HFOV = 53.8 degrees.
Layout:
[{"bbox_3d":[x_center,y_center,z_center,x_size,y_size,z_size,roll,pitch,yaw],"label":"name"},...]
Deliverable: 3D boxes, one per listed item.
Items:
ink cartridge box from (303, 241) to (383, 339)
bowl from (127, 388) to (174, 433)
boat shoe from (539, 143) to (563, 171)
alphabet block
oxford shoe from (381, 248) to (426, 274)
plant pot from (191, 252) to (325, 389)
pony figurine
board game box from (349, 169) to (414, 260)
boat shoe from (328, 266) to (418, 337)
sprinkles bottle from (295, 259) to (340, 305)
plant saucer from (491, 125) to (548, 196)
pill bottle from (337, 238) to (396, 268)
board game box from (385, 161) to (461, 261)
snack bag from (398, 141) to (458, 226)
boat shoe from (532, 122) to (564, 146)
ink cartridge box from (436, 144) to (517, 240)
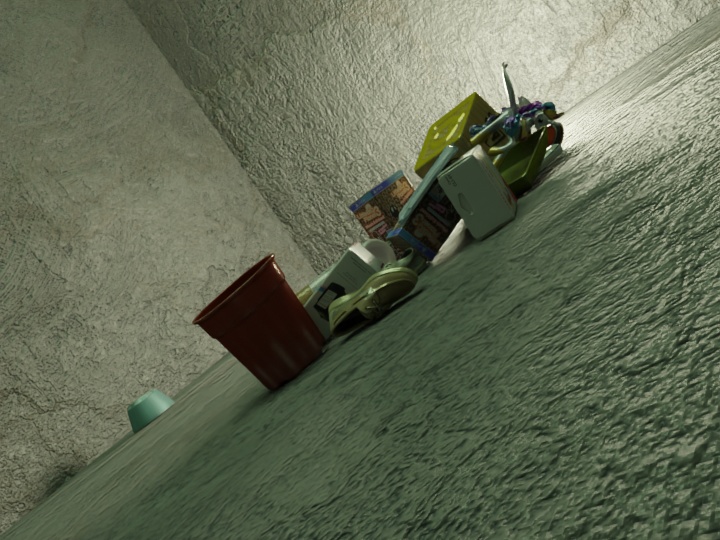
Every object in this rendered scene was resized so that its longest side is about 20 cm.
[{"bbox_3d":[-0.046,0.048,1.489,0.201,0.083,0.146,-52,1,10],"label":"ink cartridge box"},{"bbox_3d":[-0.870,0.559,2.894,0.200,0.105,0.201,-36,3,2],"label":"bowl"},{"bbox_3d":[0.387,-0.261,1.717,0.201,0.086,0.075,-35,4,21],"label":"boat shoe"},{"bbox_3d":[0.288,-0.304,1.864,0.195,0.199,0.198,-33,27,46],"label":"alphabet block"},{"bbox_3d":[0.061,0.018,1.444,0.200,0.058,0.075,-41,8,-38],"label":"oxford shoe"},{"bbox_3d":[-0.181,0.106,1.353,0.200,0.196,0.201,-38,11,8],"label":"plant pot"},{"bbox_3d":[0.341,-0.338,1.588,0.199,0.194,0.166,-36,-41,23],"label":"pony figurine"},{"bbox_3d":[0.096,-0.142,1.907,0.097,0.201,0.159,-32,6,45],"label":"board game box"},{"bbox_3d":[0.022,0.060,1.273,0.199,0.072,0.065,-29,42,29],"label":"boat shoe"},{"bbox_3d":[-0.078,0.040,1.604,0.199,0.068,0.068,-37,3,4],"label":"sprinkles bottle"},{"bbox_3d":[0.336,-0.213,1.600,0.199,0.048,0.201,-30,21,47],"label":"plant saucer"},{"bbox_3d":[0.000,0.000,1.828,0.109,0.110,0.200,-38,4,-34],"label":"pill bottle"},{"bbox_3d":[0.162,-0.127,1.593,0.201,0.096,0.159,-54,5,-5],"label":"board game box"},{"bbox_3d":[0.137,-0.176,1.436,0.189,0.021,0.200,-55,2,10],"label":"snack bag"},{"bbox_3d":[0.466,-0.331,1.887,0.062,0.072,0.200,-2,-16,-22],"label":"boat shoe"},{"bbox_3d":[0.230,-0.155,1.371,0.083,0.146,0.200,-33,5,20],"label":"ink cartridge box"}]
